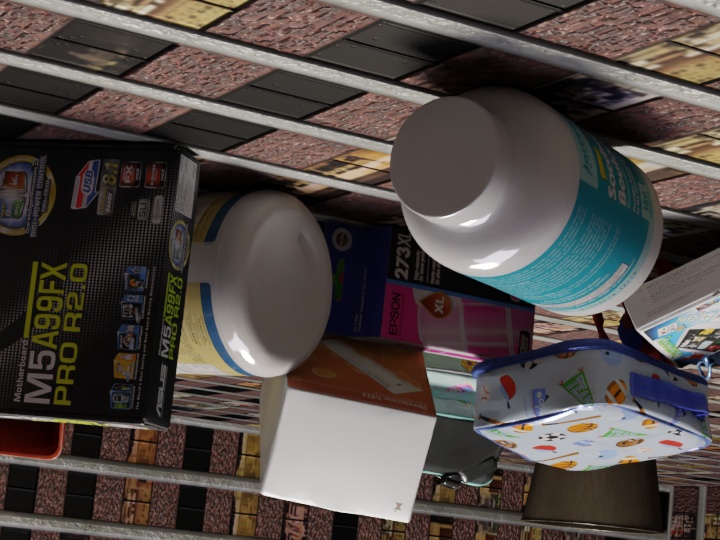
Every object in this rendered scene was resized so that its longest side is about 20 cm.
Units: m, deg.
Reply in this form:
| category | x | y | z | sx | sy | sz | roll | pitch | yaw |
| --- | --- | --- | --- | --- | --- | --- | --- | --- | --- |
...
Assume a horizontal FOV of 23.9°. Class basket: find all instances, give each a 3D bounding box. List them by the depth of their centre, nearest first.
| category | x | y | z | sx | sy | sz | roll | pitch | yaw |
| --- | --- | --- | --- | --- | --- | --- | --- | --- | --- |
| basket | 0.297 | 0.223 | 2.135 | 0.179 | 0.201 | 0.136 | 2 | 169 | 15 |

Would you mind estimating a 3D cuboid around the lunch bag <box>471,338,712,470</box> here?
| category | x | y | z | sx | sy | sz | roll | pitch | yaw |
| --- | --- | --- | --- | --- | --- | --- | --- | --- | --- |
| lunch bag | 0.202 | 0.113 | 1.436 | 0.160 | 0.076 | 0.200 | -19 | 154 | 39 |

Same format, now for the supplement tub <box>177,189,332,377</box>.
| category | x | y | z | sx | sy | sz | roll | pitch | yaw |
| --- | --- | --- | --- | --- | --- | --- | --- | --- | --- |
| supplement tub | -0.138 | 0.010 | 1.345 | 0.199 | 0.146 | 0.144 | 0 | 169 | 32 |

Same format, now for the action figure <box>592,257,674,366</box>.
| category | x | y | z | sx | sy | sz | roll | pitch | yaw |
| --- | --- | --- | --- | --- | --- | --- | --- | --- | --- |
| action figure | 0.242 | 0.039 | 1.507 | 0.065 | 0.099 | 0.200 | -16 | 145 | -2 |

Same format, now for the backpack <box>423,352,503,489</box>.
| category | x | y | z | sx | sy | sz | roll | pitch | yaw |
| --- | --- | --- | --- | --- | --- | --- | --- | --- | --- |
| backpack | 0.054 | 0.095 | 1.650 | 0.175 | 0.154 | 0.200 | 8 | -153 | -21 |

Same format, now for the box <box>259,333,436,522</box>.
| category | x | y | z | sx | sy | sz | roll | pitch | yaw |
| --- | --- | --- | --- | --- | --- | --- | --- | --- | --- |
| box | -0.015 | 0.111 | 1.411 | 0.124 | 0.098 | 0.200 | 12 | -161 | -8 |

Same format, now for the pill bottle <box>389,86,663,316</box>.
| category | x | y | z | sx | sy | sz | roll | pitch | yaw |
| --- | --- | --- | --- | --- | --- | --- | --- | --- | --- |
| pill bottle | 0.096 | -0.042 | 1.010 | 0.110 | 0.111 | 0.200 | 0 | 169 | 31 |

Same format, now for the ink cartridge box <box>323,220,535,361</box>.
| category | x | y | z | sx | sy | sz | roll | pitch | yaw |
| --- | --- | --- | --- | --- | --- | --- | --- | --- | --- |
| ink cartridge box | 0.059 | 0.020 | 1.427 | 0.199 | 0.095 | 0.037 | 11 | 169 | -26 |

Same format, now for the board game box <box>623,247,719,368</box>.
| category | x | y | z | sx | sy | sz | roll | pitch | yaw |
| --- | --- | --- | --- | --- | --- | --- | --- | --- | --- |
| board game box | 0.287 | 0.024 | 1.347 | 0.126 | 0.035 | 0.200 | -26 | 161 | 12 |

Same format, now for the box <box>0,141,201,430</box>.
| category | x | y | z | sx | sy | sz | roll | pitch | yaw |
| --- | --- | --- | --- | --- | --- | --- | --- | --- | --- |
| box | -0.205 | 0.010 | 1.219 | 0.159 | 0.201 | 0.044 | 3 | 170 | 18 |

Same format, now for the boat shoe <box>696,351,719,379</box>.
| category | x | y | z | sx | sy | sz | roll | pitch | yaw |
| --- | --- | --- | --- | --- | --- | --- | --- | --- | --- |
| boat shoe | 0.350 | 0.066 | 1.593 | 0.199 | 0.069 | 0.084 | 0 | 169 | 29 |

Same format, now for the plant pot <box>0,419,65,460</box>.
| category | x | y | z | sx | sy | sz | roll | pitch | yaw |
| --- | --- | --- | --- | --- | --- | --- | --- | --- | --- |
| plant pot | -0.398 | 0.084 | 1.824 | 0.199 | 0.201 | 0.176 | 6 | -179 | -1 |

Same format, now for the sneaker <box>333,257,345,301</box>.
| category | x | y | z | sx | sy | sz | roll | pitch | yaw |
| --- | --- | --- | --- | --- | --- | --- | --- | --- | --- |
| sneaker | 0.000 | 0.000 | 1.476 | 0.199 | 0.077 | 0.084 | 6 | -157 | -28 |
